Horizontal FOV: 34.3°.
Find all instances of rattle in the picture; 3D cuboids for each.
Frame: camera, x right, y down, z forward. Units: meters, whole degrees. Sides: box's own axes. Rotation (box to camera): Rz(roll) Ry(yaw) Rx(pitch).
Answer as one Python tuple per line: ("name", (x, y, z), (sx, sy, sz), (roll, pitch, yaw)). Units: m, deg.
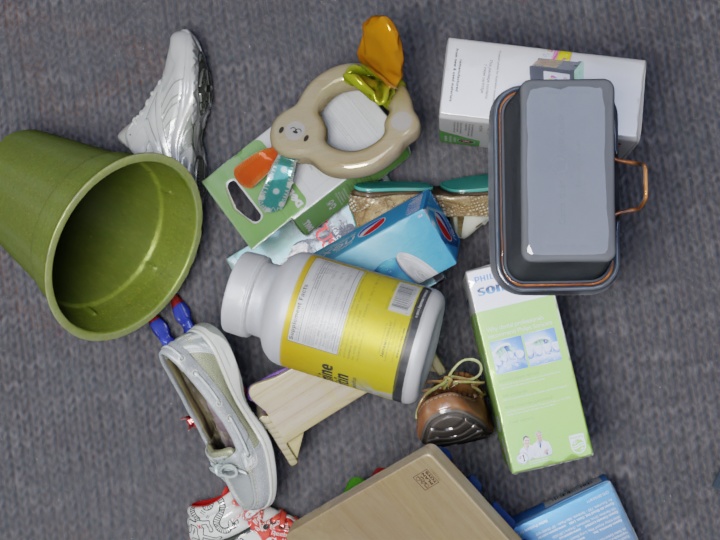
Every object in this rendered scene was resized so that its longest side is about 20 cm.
("rattle", (-0.043, -0.149, 1.152), (0.198, 0.143, 0.131), (-20, 85, -1))

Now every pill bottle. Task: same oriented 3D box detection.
("pill bottle", (-0.026, 0.047, 1.109), (0.198, 0.112, 0.113), (16, 87, 10))

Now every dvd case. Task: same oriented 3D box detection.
("dvd case", (-0.027, -0.002, 1.266), (0.199, 0.022, 0.147), (-30, 84, 0))

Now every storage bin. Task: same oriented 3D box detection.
("storage bin", (0.190, -0.080, 1.053), (0.144, 0.134, 0.202), (0, 87, 4))

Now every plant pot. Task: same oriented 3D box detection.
("plant pot", (-0.298, -0.059, 1.206), (0.189, 0.200, 0.201), (29, 88, 32))

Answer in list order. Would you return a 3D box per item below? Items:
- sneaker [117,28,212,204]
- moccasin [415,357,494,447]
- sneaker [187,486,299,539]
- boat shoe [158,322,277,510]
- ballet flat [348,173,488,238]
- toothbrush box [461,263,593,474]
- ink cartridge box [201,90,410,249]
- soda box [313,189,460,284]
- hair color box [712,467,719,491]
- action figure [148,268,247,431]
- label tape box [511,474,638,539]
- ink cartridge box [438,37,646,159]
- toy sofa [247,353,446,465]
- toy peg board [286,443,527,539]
("sneaker", (-0.216, -0.164, 1.266), (0.098, 0.078, 0.202), (3, 85, 8))
("moccasin", (0.095, 0.132, 1.157), (0.073, 0.201, 0.079), (-16, 79, 17))
("sneaker", (-0.087, 0.274, 1.228), (0.199, 0.067, 0.109), (-10, 88, 6))
("boat shoe", (-0.143, 0.155, 1.167), (0.065, 0.074, 0.204), (-30, 111, -39))
("ballet flat", (0.085, -0.065, 1.238), (0.198, 0.071, 0.066), (-4, 106, -8))
("toothbrush box", (0.165, 0.093, 1.183), (0.085, 0.146, 0.202), (-14, 84, 3))
("ink cartridge box", (-0.057, -0.110, 1.245), (0.199, 0.059, 0.104), (-38, 70, -1))
("soda box", (0.000, 0.000, 1.186), (0.199, 0.064, 0.068), (-28, 106, 19))
("hair color box", (0.476, 0.224, 1.193), (0.199, 0.061, 0.100), (25, 88, 5))
("action figure", (-0.182, 0.094, 1.236), (0.065, 0.099, 0.201), (-35, 87, 1))
("label tape box", (0.233, 0.333, 1.202), (0.142, 0.066, 0.201), (-25, 87, 3))
("ink cartridge box", (0.183, -0.172, 1.200), (0.198, 0.145, 0.085), (8, 87, 5))
("toy sofa", (-0.019, 0.104, 1.215), (0.199, 0.083, 0.098), (-32, 104, 2))
("toy peg board", (0.070, 0.262, 1.150), (0.199, 0.098, 0.200), (-36, 103, 31))
